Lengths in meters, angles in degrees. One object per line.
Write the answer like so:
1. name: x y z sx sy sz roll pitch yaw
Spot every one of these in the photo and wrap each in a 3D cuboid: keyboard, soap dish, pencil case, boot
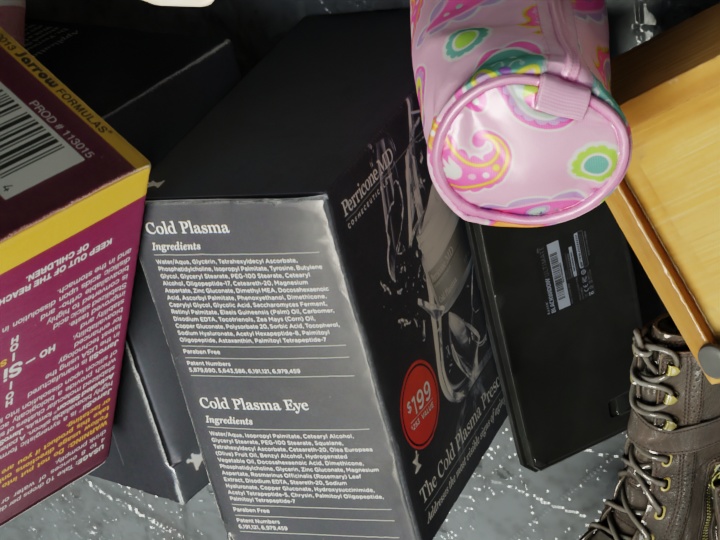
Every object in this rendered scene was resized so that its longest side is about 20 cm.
1. keyboard: 0.110 -0.010 1.049 0.021 0.127 0.200 40 148 56
2. soap dish: 0.191 -0.044 0.923 0.200 0.081 0.157 -26 96 46
3. pencil case: 0.065 -0.106 0.944 0.087 0.200 0.088 0 130 0
4. boot: 0.134 0.095 1.059 0.069 0.200 0.174 37 142 39

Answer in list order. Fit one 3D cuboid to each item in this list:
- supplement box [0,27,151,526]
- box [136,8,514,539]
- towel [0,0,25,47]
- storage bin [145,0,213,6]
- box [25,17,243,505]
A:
1. supplement box: -0.178 0.005 0.973 0.131 0.103 0.200 40 141 24
2. box: 0.000 0.000 1.034 0.104 0.200 0.182 -2 119 27
3. towel: -0.221 -0.178 1.065 0.144 0.023 0.200 -5 80 25
4. storage bin: -0.047 -0.233 0.911 0.094 0.200 0.199 20 126 14
5. box: -0.142 -0.012 1.110 0.200 0.117 0.197 11 127 42
